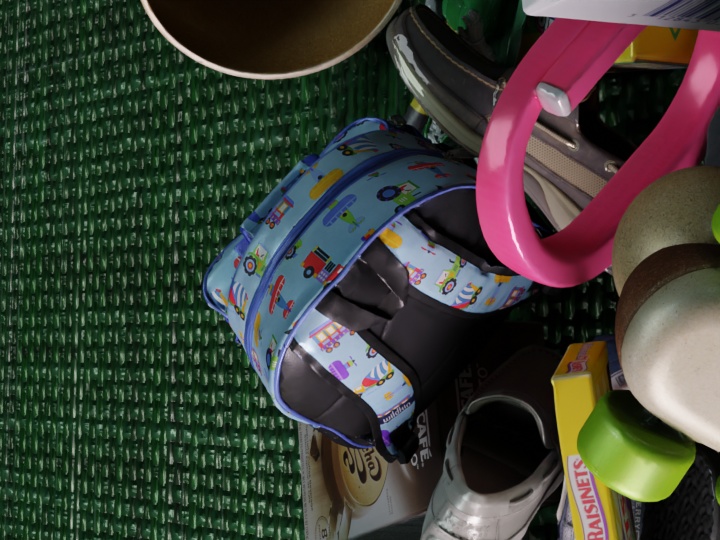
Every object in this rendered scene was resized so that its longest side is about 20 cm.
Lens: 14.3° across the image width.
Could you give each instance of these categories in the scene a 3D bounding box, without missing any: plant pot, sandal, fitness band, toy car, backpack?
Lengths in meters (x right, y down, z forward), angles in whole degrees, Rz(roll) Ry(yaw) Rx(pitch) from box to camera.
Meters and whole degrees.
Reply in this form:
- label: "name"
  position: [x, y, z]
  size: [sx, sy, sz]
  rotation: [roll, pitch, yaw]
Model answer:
- label: "plant pot"
  position: [-0.069, -0.258, 1.942]
  size: [0.200, 0.186, 0.187]
  rotation: [-106, 29, -57]
- label: "sandal"
  position: [0.181, 0.175, 1.528]
  size: [0.075, 0.048, 0.201]
  rotation: [-130, 36, -54]
- label: "fitness band"
  position: [0.134, -0.081, 1.484]
  size: [0.037, 0.200, 0.144]
  rotation: [26, 151, 35]
- label: "toy car"
  position: [0.187, 0.005, 1.428]
  size: [0.164, 0.158, 0.200]
  rotation: [-60, 22, 26]
- label: "backpack"
  position: [0.000, 0.000, 1.599]
  size: [0.183, 0.200, 0.135]
  rotation: [-48, 66, 6]

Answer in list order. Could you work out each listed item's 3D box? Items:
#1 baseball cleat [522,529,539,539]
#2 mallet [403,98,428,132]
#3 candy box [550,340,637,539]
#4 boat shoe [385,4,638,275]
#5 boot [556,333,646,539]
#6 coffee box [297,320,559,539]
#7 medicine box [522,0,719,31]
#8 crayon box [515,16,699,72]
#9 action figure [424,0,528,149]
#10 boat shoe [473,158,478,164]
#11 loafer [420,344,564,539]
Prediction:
- label: "baseball cleat"
  position: [0.055, 0.174, 1.647]
  size: [0.200, 0.106, 0.070]
  rotation: [-156, 80, -86]
- label: "mallet"
  position: [0.044, -0.102, 1.779]
  size: [0.066, 0.041, 0.200]
  rotation: [34, 103, 55]
- label: "candy box"
  position: [0.128, 0.142, 1.483]
  size: [0.102, 0.026, 0.200]
  rotation: [-36, -62, -76]
- label: "boat shoe"
  position: [0.103, -0.084, 1.593]
  size: [0.073, 0.200, 0.075]
  rotation: [-48, 2, 19]
- label: "boot"
  position: [0.142, 0.138, 1.594]
  size: [0.090, 0.073, 0.200]
  rotation: [-110, 28, -72]
- label: "coffee box"
  position: [0.037, 0.106, 1.777]
  size: [0.200, 0.080, 0.113]
  rotation: [-31, 60, 60]
- label: "medicine box"
  position: [0.172, -0.225, 1.414]
  size: [0.103, 0.182, 0.200]
  rotation: [-27, 64, 60]
- label: "crayon box"
  position: [0.127, -0.199, 1.642]
  size: [0.200, 0.058, 0.173]
  rotation: [-176, 85, -64]
- label: "action figure"
  position: [0.066, -0.154, 1.648]
  size: [0.118, 0.055, 0.200]
  rotation: [50, 139, 48]
- label: "boat shoe"
  position: [0.023, -0.006, 1.838]
  size: [0.200, 0.060, 0.076]
  rotation: [-60, 37, 43]
- label: "loafer"
  position: [0.085, 0.097, 1.612]
  size: [0.200, 0.070, 0.070]
  rotation: [-64, -9, -55]
